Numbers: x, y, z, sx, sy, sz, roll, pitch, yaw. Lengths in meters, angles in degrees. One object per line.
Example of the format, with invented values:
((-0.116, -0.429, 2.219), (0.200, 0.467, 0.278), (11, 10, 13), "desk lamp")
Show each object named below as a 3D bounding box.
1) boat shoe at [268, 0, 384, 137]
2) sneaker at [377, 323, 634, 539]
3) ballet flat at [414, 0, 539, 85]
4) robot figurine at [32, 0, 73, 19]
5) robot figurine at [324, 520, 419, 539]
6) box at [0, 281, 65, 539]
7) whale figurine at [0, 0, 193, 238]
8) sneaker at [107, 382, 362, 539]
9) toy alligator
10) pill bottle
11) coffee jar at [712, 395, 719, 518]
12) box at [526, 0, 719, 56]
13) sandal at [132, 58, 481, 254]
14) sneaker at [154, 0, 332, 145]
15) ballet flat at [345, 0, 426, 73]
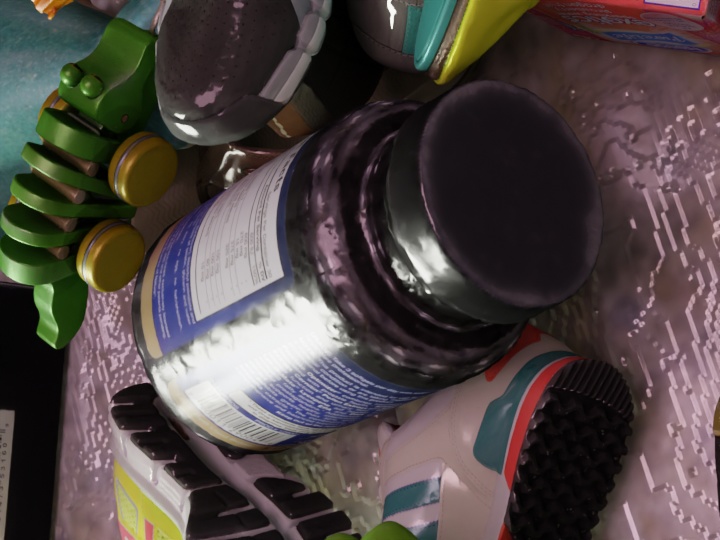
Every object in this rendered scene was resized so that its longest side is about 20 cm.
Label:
((-0.033, -0.131, 0.797), (0.073, 0.076, 0.201), (-21, 42, 23), "boat shoe")
((0.037, 0.112, 0.772), (0.093, 0.070, 0.202), (36, 107, 49), "sneaker")
((0.072, -0.159, 0.658), (0.066, 0.067, 0.202), (11, 102, -8), "ballet flat")
((-0.086, -0.204, 0.813), (0.145, 0.058, 0.201), (-33, 25, 40), "robot figurine")
((0.042, 0.185, 0.648), (0.116, 0.175, 0.200), (-45, 71, 16), "robot figurine")
((-0.263, 0.102, 0.917), (0.197, 0.123, 0.203), (1, 85, 33), "box")
((-0.149, -0.077, 0.853), (0.199, 0.103, 0.161), (-11, 80, 50), "whale figurine")
((-0.054, 0.132, 0.797), (0.200, 0.077, 0.091), (-129, 41, -52), "sneaker")
((-0.110, -0.059, 0.760), (0.059, 0.054, 0.202), (32, 109, 31), "toy alligator")
((0.000, 0.000, 0.732), (0.199, 0.111, 0.113), (-26, 70, 52), "pill bottle")
((0.184, 0.003, 0.666), (0.103, 0.085, 0.203), (5, 88, 13), "coffee jar")
((0.126, -0.191, 0.723), (0.102, 0.094, 0.202), (11, 90, 31), "box")
((-0.034, -0.073, 0.831), (0.200, 0.057, 0.080), (-38, 67, 23), "sandal")
((-0.055, -0.155, 0.684), (0.074, 0.116, 0.202), (-1, 60, 29), "sneaker")
((0.025, -0.173, 0.766), (0.067, 0.064, 0.202), (1, 57, -1), "ballet flat")
